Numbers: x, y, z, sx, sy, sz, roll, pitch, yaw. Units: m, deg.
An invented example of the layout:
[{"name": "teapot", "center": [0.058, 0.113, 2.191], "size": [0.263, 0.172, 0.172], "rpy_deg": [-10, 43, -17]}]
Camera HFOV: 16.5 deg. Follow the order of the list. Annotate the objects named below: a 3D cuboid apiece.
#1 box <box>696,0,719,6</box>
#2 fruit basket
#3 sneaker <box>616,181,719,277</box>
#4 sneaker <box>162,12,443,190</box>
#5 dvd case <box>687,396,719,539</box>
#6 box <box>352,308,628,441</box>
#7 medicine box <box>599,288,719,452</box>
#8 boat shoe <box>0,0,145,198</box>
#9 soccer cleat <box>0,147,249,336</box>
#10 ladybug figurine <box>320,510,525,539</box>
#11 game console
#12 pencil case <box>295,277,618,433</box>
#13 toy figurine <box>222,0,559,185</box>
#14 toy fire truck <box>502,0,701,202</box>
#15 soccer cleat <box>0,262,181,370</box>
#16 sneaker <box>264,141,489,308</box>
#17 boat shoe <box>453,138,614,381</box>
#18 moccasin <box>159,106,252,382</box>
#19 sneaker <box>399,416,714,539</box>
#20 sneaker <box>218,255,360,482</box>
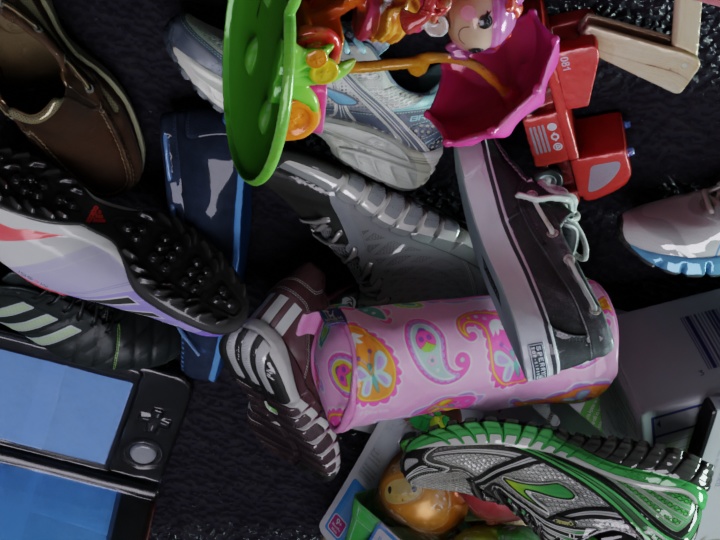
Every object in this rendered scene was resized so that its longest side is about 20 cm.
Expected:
[{"name": "box", "center": [0.148, -0.235, 1.402], "size": [0.199, 0.109, 0.128], "rpy_deg": [13, 88, -7]}, {"name": "fruit basket", "center": [0.074, 0.157, 1.668], "size": [0.185, 0.094, 0.200], "rpy_deg": [41, 120, 23]}, {"name": "sneaker", "center": [0.265, -0.050, 1.612], "size": [0.199, 0.075, 0.087], "rpy_deg": [-5, 121, -2]}, {"name": "sneaker", "center": [-0.027, -0.129, 1.562], "size": [0.200, 0.078, 0.086], "rpy_deg": [21, 114, -22]}, {"name": "dvd case", "center": [0.302, 0.142, 1.642], "size": [0.199, 0.018, 0.143], "rpy_deg": [0, 125, -18]}, {"name": "box", "center": [0.102, 0.073, 1.733], "size": [0.199, 0.036, 0.145], "rpy_deg": [16, 128, -9]}, {"name": "medicine box", "center": [0.264, 0.116, 1.688], "size": [0.182, 0.103, 0.200], "rpy_deg": [-15, 129, -7]}, {"name": "boat shoe", "center": [-0.204, -0.113, 1.569], "size": [0.075, 0.075, 0.202], "rpy_deg": [-21, 125, 19]}, {"name": "soccer cleat", "center": [-0.166, -0.006, 1.598], "size": [0.200, 0.068, 0.073], "rpy_deg": [27, 137, 0]}, {"name": "ladybug figurine", "center": [0.064, 0.191, 1.805], "size": [0.199, 0.072, 0.136], "rpy_deg": [-3, 127, 5]}, {"name": "game console", "center": [-0.235, 0.141, 1.750], "size": [0.199, 0.119, 0.173], "rpy_deg": [15, 129, -10]}, {"name": "pencil case", "center": [0.063, 0.051, 1.580], "size": [0.199, 0.088, 0.088], "rpy_deg": [-5, 132, -21]}, {"name": "toy figurine", "center": [0.029, -0.141, 1.449], "size": [0.184, 0.150, 0.200], "rpy_deg": [0, 136, -16]}, {"name": "toy fire truck", "center": [0.158, -0.136, 1.551], "size": [0.141, 0.049, 0.200], "rpy_deg": [-11, 128, 11]}, {"name": "soccer cleat", "center": [-0.208, 0.014, 1.670], "size": [0.200, 0.068, 0.081], "rpy_deg": [20, 156, -12]}, {"name": "sneaker", "center": [0.000, 0.000, 1.613], "size": [0.200, 0.075, 0.116], "rpy_deg": [25, 95, -19]}, {"name": "boat shoe", "center": [0.107, -0.020, 1.541], "size": [0.068, 0.200, 0.074], "rpy_deg": [-15, 134, -3]}, {"name": "moccasin", "center": [-0.110, -0.022, 1.650], "size": [0.068, 0.081, 0.201], "rpy_deg": [8, 115, 3]}, {"name": "sneaker", "center": [0.118, 0.141, 1.573], "size": [0.199, 0.085, 0.078], "rpy_deg": [9, 170, 18]}, {"name": "sneaker", "center": [-0.025, 0.061, 1.702], "size": [0.076, 0.116, 0.200], "rpy_deg": [29, 159, 21]}]
